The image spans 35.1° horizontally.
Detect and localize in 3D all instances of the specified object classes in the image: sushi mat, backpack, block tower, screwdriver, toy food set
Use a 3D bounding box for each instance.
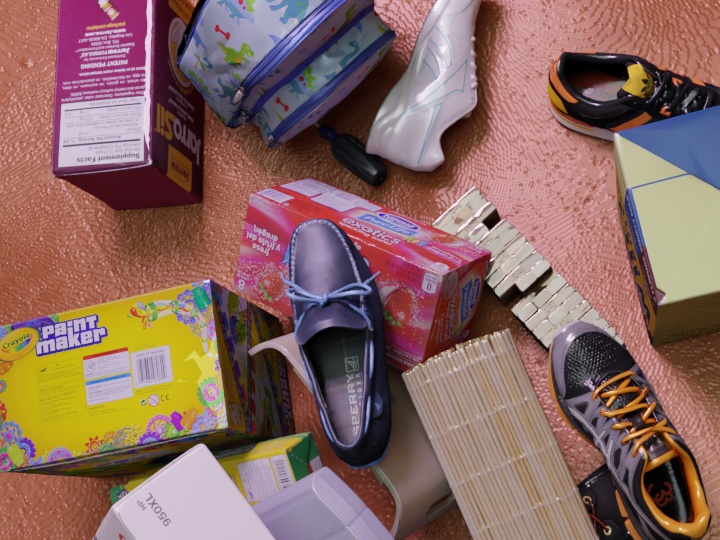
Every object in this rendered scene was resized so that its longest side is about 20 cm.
[{"bbox_3d":[0.114,0.154,0.911,0.095,0.012,0.202,-24,89,3],"label":"sushi mat"},{"bbox_3d":[-0.056,-0.215,1.011,0.183,0.200,0.147,-44,92,-17],"label":"backpack"},{"bbox_3d":[0.151,0.018,0.999,0.058,0.054,0.200,-41,73,3],"label":"block tower"},{"bbox_3d":[-0.051,-0.145,1.099,0.199,0.028,0.029,38,60,20],"label":"screwdriver"},{"bbox_3d":[0.007,0.126,0.970,0.200,0.143,0.061,50,121,18],"label":"toy food set"}]

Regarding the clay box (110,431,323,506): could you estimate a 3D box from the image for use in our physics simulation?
[{"bbox_3d":[-0.112,0.211,0.951,0.198,0.047,0.116,-16,96,31],"label":"clay box"}]

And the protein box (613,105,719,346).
[{"bbox_3d":[0.310,-0.041,0.895,0.196,0.200,0.137,-14,75,10],"label":"protein box"}]

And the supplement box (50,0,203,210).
[{"bbox_3d":[-0.218,-0.173,1.090,0.102,0.131,0.203,-4,78,12],"label":"supplement box"}]

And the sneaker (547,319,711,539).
[{"bbox_3d":[0.218,0.128,0.898,0.078,0.077,0.201,-29,83,-10],"label":"sneaker"}]

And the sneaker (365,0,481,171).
[{"bbox_3d":[0.079,-0.185,1.060,0.080,0.070,0.202,26,88,2],"label":"sneaker"}]

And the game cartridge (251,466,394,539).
[{"bbox_3d":[-0.011,0.254,0.859,0.133,0.041,0.201,-33,89,31],"label":"game cartridge"}]

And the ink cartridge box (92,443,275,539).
[{"bbox_3d":[-0.127,0.235,0.844,0.084,0.200,0.145,-34,80,-32],"label":"ink cartridge box"}]

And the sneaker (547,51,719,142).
[{"bbox_3d":[0.256,-0.144,0.988,0.198,0.090,0.071,16,82,17],"label":"sneaker"}]

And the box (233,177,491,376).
[{"bbox_3d":[0.000,0.000,0.988,0.198,0.099,0.097,23,114,24],"label":"box"}]

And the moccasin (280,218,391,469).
[{"bbox_3d":[-0.012,0.048,0.879,0.080,0.068,0.202,-20,72,7],"label":"moccasin"}]

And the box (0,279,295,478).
[{"bbox_3d":[-0.181,0.103,0.988,0.197,0.193,0.124,-12,75,10],"label":"box"}]

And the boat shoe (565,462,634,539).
[{"bbox_3d":[0.185,0.221,0.944,0.201,0.063,0.074,-41,71,1],"label":"boat shoe"}]
